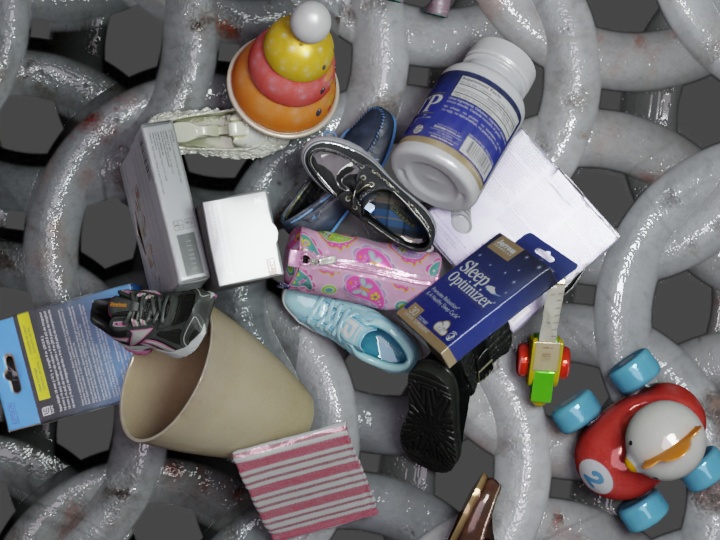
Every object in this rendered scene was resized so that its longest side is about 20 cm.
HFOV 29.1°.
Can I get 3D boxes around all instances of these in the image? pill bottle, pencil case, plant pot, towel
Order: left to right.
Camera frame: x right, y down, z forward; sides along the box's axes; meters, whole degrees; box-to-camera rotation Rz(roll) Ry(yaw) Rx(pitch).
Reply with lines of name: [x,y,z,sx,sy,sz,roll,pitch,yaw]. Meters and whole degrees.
plant pot: [-0.160,0.155,1.701,0.200,0.187,0.188,29,92,-32]
towel: [-0.066,0.261,1.715,0.146,0.201,0.030,-15,46,2]
pencil case: [0.000,0.000,1.726,0.199,0.087,0.088,12,91,-13]
pill bottle: [0.133,-0.184,1.703,0.119,0.120,0.200,31,67,2]

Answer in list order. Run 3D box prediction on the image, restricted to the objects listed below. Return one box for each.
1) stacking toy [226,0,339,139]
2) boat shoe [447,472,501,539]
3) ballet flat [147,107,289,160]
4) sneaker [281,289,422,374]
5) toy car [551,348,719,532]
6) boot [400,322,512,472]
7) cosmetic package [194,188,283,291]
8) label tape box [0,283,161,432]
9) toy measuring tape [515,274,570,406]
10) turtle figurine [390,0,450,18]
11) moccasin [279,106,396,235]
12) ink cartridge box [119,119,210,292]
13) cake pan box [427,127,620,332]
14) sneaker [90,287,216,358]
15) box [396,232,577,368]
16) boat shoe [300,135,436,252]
stacking toy: [-0.078,-0.260,1.679,0.145,0.200,0.147,5,70,-13]
boat shoe: [0.138,0.356,1.750,0.070,0.070,0.201,25,99,9]
ballet flat: [-0.181,-0.174,1.765,0.199,0.072,0.072,-4,90,2]
sneaker: [-0.010,0.066,1.749,0.199,0.082,0.074,26,90,2]
toy car: [0.348,0.213,1.675,0.176,0.200,0.185,-35,88,2]
boot: [0.123,0.142,1.739,0.079,0.212,0.158,24,49,18]
cosmetic package: [-0.157,-0.032,1.692,0.090,0.200,0.107,-12,88,-11]
label tape box: [-0.364,0.110,1.773,0.199,0.063,0.145,-15,89,2]
toy measuring tape: [0.231,0.080,1.727,0.073,0.074,0.201,4,120,2]
turtle figurine: [0.096,-0.427,1.740,0.149,0.101,0.201,19,97,2]
moccasin: [-0.027,-0.122,1.742,0.068,0.080,0.201,31,90,-38]
ink cartridge box: [-0.244,-0.063,1.715,0.043,0.174,0.201,-12,81,-20]
cake pan box: [0.201,-0.048,1.756,0.184,0.052,0.200,-43,88,4]
sneaker: [-0.253,0.057,1.636,0.086,0.199,0.081,28,61,-35]
box: [0.151,0.023,1.665,0.200,0.121,0.032,-36,123,-8]
boat shoe: [0.011,-0.088,1.687,0.200,0.066,0.070,40,104,-14]
